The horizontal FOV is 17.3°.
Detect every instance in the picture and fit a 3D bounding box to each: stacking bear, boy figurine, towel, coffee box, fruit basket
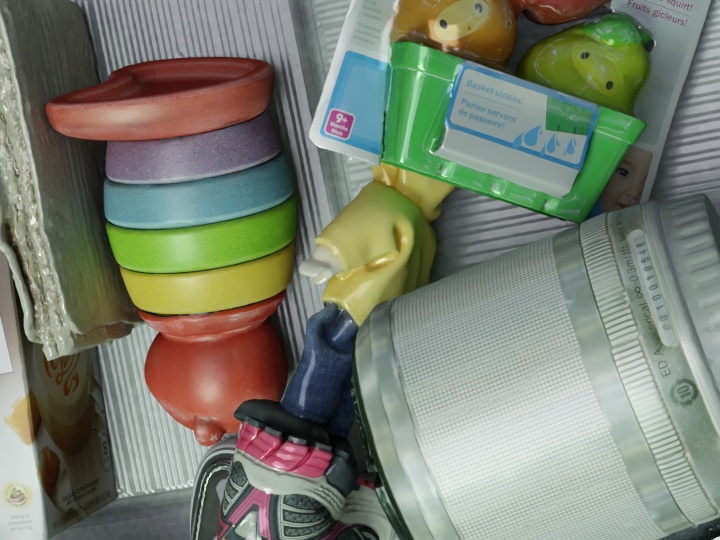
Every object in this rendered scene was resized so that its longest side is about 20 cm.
[{"bbox_3d":[-0.088,-0.007,1.295,0.113,0.121,0.202,-2,106,23],"label":"stacking bear"},{"bbox_3d":[0.000,0.000,1.259,0.064,0.124,0.201,18,84,24],"label":"boy figurine"},{"bbox_3d":[-0.168,-0.054,1.294,0.034,0.132,0.202,-11,90,14],"label":"towel"},{"bbox_3d":[-0.205,0.046,1.330,0.079,0.114,0.202,-6,95,14],"label":"coffee box"},{"bbox_3d":[0.089,-0.132,1.205,0.184,0.094,0.201,18,98,-11],"label":"fruit basket"}]

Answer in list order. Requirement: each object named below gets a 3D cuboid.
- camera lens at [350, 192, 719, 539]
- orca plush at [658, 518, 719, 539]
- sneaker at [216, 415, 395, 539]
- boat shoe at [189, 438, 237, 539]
[{"bbox_3d":[0.105,0.064,1.180,0.199,0.160,0.161,-22,90,13],"label":"camera lens"},{"bbox_3d":[0.148,0.129,1.268,0.199,0.071,0.106,-22,45,12],"label":"orca plush"},{"bbox_3d":[-0.036,0.134,1.247,0.080,0.200,0.075,19,79,18],"label":"sneaker"},{"bbox_3d":[-0.072,0.199,1.332,0.069,0.066,0.202,3,98,18],"label":"boat shoe"}]
